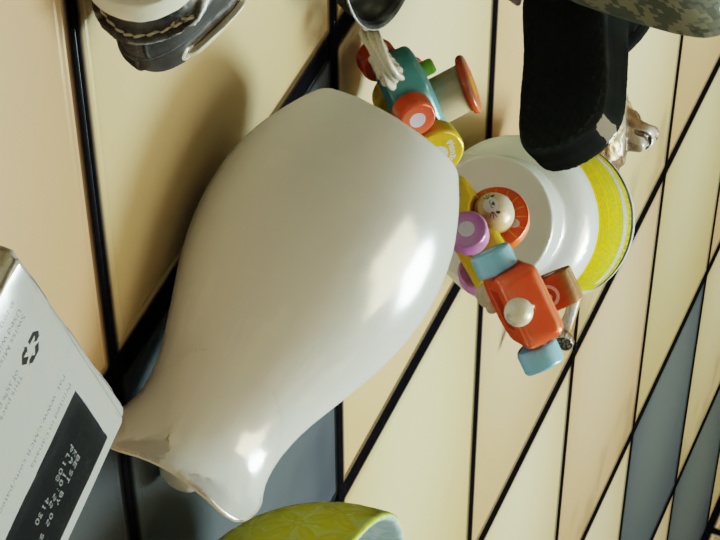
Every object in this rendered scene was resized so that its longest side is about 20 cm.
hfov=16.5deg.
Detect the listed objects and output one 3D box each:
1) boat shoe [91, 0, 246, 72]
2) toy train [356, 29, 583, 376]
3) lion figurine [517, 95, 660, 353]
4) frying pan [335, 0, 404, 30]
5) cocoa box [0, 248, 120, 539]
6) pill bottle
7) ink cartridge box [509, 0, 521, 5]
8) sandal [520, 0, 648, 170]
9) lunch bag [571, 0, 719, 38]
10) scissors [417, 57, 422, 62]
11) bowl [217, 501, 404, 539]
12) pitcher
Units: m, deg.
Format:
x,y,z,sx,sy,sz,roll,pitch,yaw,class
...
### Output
x,y,z,sx,sy,sz,roll,pitch,yaw,class
-0.046,-0.168,1.022,0.200,0.074,0.060,-62,161,-23,boat shoe
0.064,-0.046,1.321,0.200,0.056,0.150,64,-4,-2,toy train
0.160,-0.037,1.891,0.123,0.072,0.200,-73,-175,-49,lion figurine
0.022,-0.189,1.276,0.190,0.031,0.115,-37,133,-62,frying pan
-0.179,0.086,0.715,0.133,0.131,0.200,71,40,-64,cocoa box
0.108,-0.032,1.616,0.200,0.111,0.112,-6,113,-73,pill bottle
0.067,-0.246,1.283,0.174,0.044,0.200,-64,153,3,ink cartridge box
0.127,-0.133,1.362,0.048,0.075,0.201,39,49,-36,sandal
0.159,-0.242,1.263,0.200,0.139,0.168,-53,141,-17,lunch bag
0.026,-0.047,1.499,0.200,0.014,0.073,82,28,-54,scissors
-0.063,0.204,1.304,0.200,0.107,0.201,19,90,-74,bowl
-0.040,0.020,1.205,0.200,0.121,0.172,-59,-177,-8,pitcher
